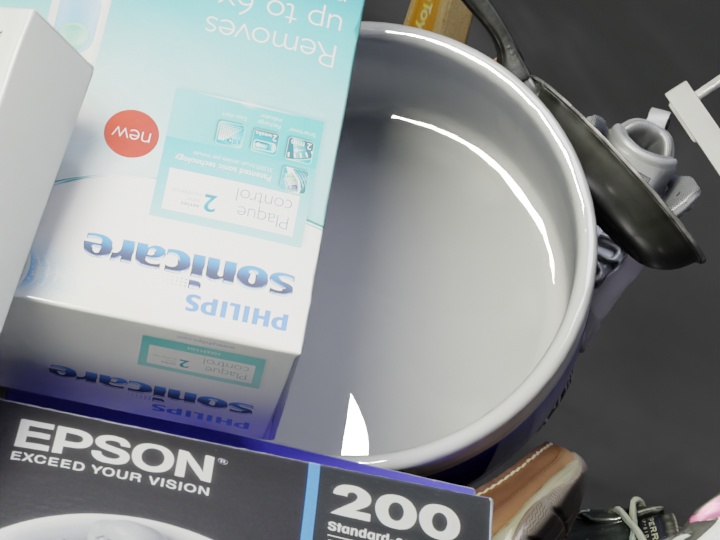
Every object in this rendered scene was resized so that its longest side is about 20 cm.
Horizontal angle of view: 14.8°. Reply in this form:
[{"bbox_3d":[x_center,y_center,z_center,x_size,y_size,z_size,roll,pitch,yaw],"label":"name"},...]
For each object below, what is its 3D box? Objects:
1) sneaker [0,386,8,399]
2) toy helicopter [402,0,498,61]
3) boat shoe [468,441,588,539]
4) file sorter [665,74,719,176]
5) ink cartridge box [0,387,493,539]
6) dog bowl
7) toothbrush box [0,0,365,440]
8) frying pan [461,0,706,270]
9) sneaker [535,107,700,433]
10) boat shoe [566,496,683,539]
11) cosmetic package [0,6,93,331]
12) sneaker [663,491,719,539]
[{"bbox_3d":[-0.162,0.023,1.143,0.082,0.075,0.200,50,48,9],"label":"sneaker"},{"bbox_3d":[0.033,-0.087,1.294,0.079,0.200,0.132,6,19,-33],"label":"toy helicopter"},{"bbox_3d":[0.018,0.125,1.121,0.072,0.076,0.200,35,49,21],"label":"boat shoe"},{"bbox_3d":[0.265,-0.031,1.398,0.139,0.124,0.200,60,9,34],"label":"file sorter"},{"bbox_3d":[-0.049,0.106,1.018,0.198,0.043,0.200,12,32,-5],"label":"ink cartridge box"},{"bbox_3d":[0.000,0.000,1.184,0.199,0.079,0.201,0,70,1],"label":"dog bowl"},{"bbox_3d":[-0.083,-0.049,1.093,0.146,0.085,0.200,13,62,-3],"label":"toothbrush box"},{"bbox_3d":[0.090,-0.062,1.220,0.190,0.031,0.115,46,0,-39],"label":"frying pan"},{"bbox_3d":[0.096,-0.005,1.322,0.075,0.115,0.200,34,35,3],"label":"sneaker"},{"bbox_3d":[0.121,0.131,1.217,0.200,0.071,0.072,16,39,-21],"label":"boat shoe"},{"bbox_3d":[-0.197,-0.001,0.998,0.150,0.052,0.200,7,69,27],"label":"cosmetic package"},{"bbox_3d":[0.123,0.157,1.124,0.200,0.080,0.086,-29,70,-10],"label":"sneaker"}]
